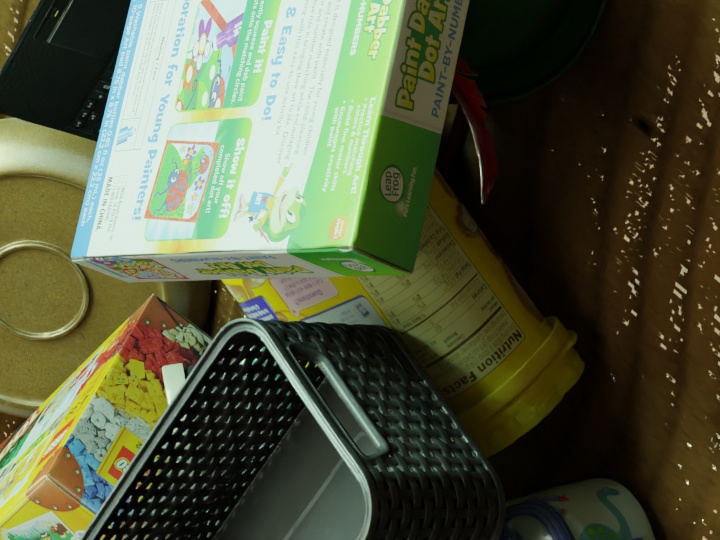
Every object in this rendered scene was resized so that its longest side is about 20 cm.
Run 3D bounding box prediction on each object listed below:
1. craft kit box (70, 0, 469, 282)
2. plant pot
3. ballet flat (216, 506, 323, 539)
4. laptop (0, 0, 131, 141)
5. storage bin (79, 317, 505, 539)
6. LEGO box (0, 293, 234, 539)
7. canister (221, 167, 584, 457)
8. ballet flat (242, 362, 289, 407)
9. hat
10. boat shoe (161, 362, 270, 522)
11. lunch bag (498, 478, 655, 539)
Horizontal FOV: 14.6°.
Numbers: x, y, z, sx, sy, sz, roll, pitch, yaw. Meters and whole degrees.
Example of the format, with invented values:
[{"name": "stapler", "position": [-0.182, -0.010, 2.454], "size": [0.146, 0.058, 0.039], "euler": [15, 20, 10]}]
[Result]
[{"name": "craft kit box", "position": [-0.037, -0.096, 1.290], "size": [0.197, 0.048, 0.201], "euler": [-2, 71, 49]}, {"name": "plant pot", "position": [-0.187, 0.007, 1.631], "size": [0.028, 0.199, 0.201], "euler": [-81, 4, -61]}, {"name": "ballet flat", "position": [0.009, 0.170, 1.382], "size": [0.200, 0.063, 0.069], "euler": [29, 104, 42]}, {"name": "laptop", "position": [-0.086, -0.068, 1.485], "size": [0.177, 0.199, 0.104], "euler": [130, 150, -51]}, {"name": "storage bin", "position": [-0.040, 0.133, 1.325], "size": [0.200, 0.093, 0.135], "euler": [-55, 53, 26]}, {"name": "LEGO box", "position": [-0.162, 0.128, 1.577], "size": [0.077, 0.149, 0.200], "euler": [37, 136, -10]}, {"name": "canister", "position": [0.000, 0.000, 1.399], "size": [0.200, 0.087, 0.148], "euler": [54, 143, -11]}, {"name": "ballet flat", "position": [-0.033, 0.128, 1.561], "size": [0.069, 0.069, 0.201], "euler": [-8, 94, 51]}, {"name": "hat", "position": [0.013, -0.140, 1.304], "size": [0.199, 0.176, 0.167], "euler": [7, 108, 32]}, {"name": "boat shoe", "position": [-0.054, 0.124, 1.479], "size": [0.075, 0.066, 0.200], "euler": [-107, 4, -56]}, {"name": "lunch bag", "position": [0.100, 0.211, 1.404], "size": [0.160, 0.082, 0.201], "euler": [-26, 81, 48]}]
